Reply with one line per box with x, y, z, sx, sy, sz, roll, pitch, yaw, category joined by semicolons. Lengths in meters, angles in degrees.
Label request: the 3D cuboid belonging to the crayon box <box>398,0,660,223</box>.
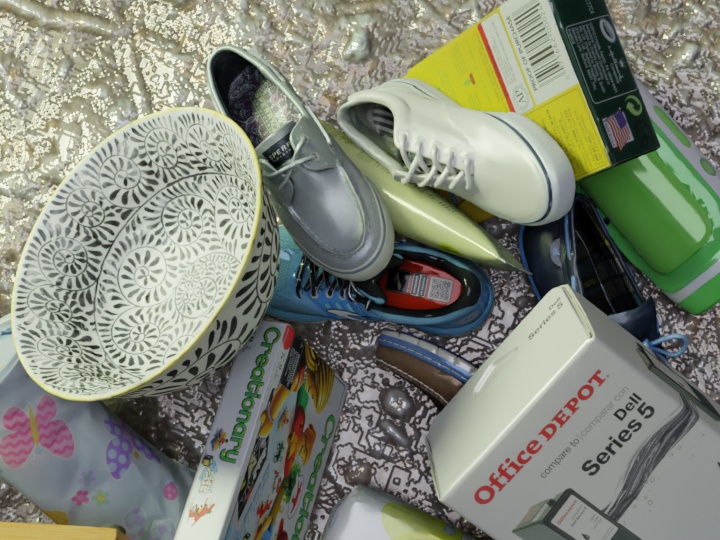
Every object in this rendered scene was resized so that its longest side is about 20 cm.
0.105;-0.111;0.796;0.050;0.200;0.128;-21;90;-30;crayon box

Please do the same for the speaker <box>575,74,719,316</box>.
0.204;-0.067;0.823;0.088;0.088;0.201;-38;82;-2;speaker

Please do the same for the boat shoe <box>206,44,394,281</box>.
-0.051;-0.077;0.793;0.070;0.071;0.202;-39;65;10;boat shoe

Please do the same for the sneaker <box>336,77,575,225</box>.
0.058;-0.076;0.773;0.070;0.199;0.074;-21;122;-30;sneaker

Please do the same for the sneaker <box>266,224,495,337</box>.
0.000;0.000;0.826;0.198;0.090;0.079;5;83;5;sneaker

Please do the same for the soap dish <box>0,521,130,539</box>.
-0.186;0.233;0.751;0.156;0.201;0.082;-2;55;20;soap dish

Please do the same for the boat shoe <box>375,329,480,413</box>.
0.089;0.113;0.813;0.199;0.072;0.073;30;89;6;boat shoe

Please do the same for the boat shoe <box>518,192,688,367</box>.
0.174;0.041;0.805;0.084;0.069;0.201;-26;81;-32;boat shoe

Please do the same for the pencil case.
-0.192;0.127;0.784;0.200;0.083;0.091;47;72;-25;pencil case

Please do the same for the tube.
0.031;-0.047;0.825;0.199;0.052;0.058;30;47;22;tube

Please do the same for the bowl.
-0.121;0.005;0.739;0.199;0.094;0.203;-17;55;26;bowl

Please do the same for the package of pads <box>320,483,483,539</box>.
0.019;0.269;0.801;0.153;0.068;0.202;24;85;6;package of pads

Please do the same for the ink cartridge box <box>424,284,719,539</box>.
0.162;0.130;0.738;0.199;0.084;0.146;36;106;-16;ink cartridge box

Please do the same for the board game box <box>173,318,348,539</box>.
-0.069;0.148;0.773;0.034;0.126;0.202;9;70;23;board game box

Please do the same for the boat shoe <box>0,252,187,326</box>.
-0.193;0.032;0.844;0.201;0.086;0.075;-28;105;-3;boat shoe
